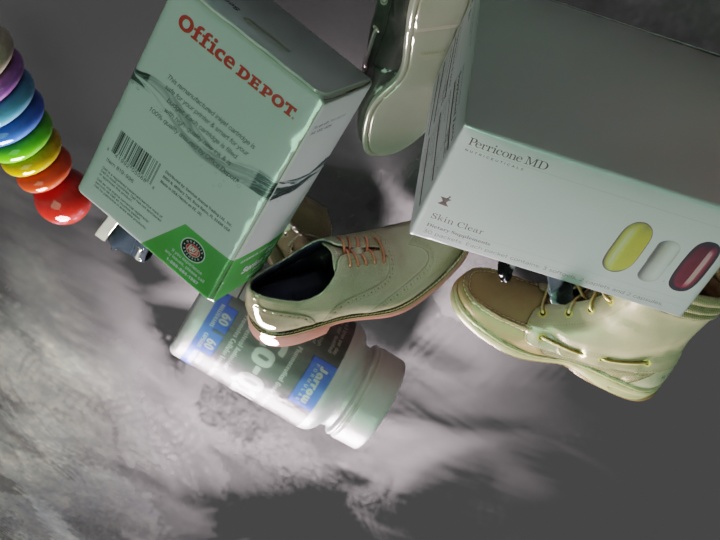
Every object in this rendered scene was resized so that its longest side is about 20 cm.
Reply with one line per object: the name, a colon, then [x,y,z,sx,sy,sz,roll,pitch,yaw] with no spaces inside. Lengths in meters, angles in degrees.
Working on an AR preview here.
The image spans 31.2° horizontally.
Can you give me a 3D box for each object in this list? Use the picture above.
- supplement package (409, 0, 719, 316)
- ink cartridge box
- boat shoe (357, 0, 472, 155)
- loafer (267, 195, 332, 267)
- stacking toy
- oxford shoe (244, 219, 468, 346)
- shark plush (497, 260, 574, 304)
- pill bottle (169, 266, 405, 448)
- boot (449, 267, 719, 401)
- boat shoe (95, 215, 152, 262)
supplement package: [0.151,-0.084,0.877,0.200,0.156,0.111,16,139,-7]
ink cartridge box: [-0.104,-0.102,0.978,0.147,0.083,0.200,40,122,10]
boat shoe: [0.037,-0.167,0.958,0.067,0.057,0.200,-6,147,-19]
loafer: [-0.062,-0.045,1.114,0.067,0.076,0.200,-27,116,3]
stacking toy: [-0.300,-0.120,1.151,0.085,0.085,0.200,-1,140,27]
oxford shoe: [0.000,0.000,1.056,0.071,0.200,0.074,59,169,27]
shark plush: [0.136,-0.018,0.968,0.083,0.200,0.091,-40,124,13]
pill bottle: [-0.066,0.077,1.205,0.200,0.114,0.114,31,139,-7]
boot: [0.187,0.019,1.053,0.200,0.073,0.156,25,139,-3]
boat shoe: [-0.173,-0.061,1.143,0.062,0.075,0.200,38,138,-12]
